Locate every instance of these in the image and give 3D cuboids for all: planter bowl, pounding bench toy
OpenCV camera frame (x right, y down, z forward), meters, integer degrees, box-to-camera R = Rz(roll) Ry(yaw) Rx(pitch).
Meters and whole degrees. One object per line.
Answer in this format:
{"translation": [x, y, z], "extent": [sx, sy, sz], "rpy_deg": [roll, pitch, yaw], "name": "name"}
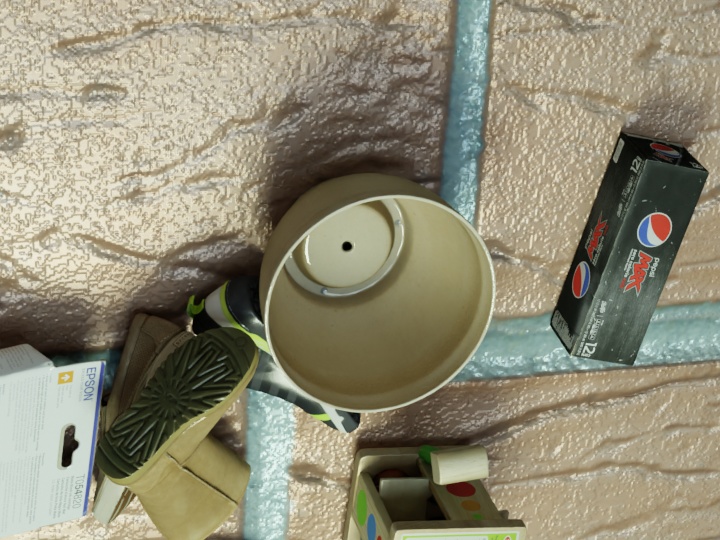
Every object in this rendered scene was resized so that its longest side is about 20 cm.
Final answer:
{"translation": [0.000, 0.000, 1.710], "extent": [0.198, 0.135, 0.202], "rpy_deg": [-8, 119, -14], "name": "planter bowl"}
{"translation": [0.066, 0.213, 1.828], "extent": [0.123, 0.156, 0.202], "rpy_deg": [0, 116, -16], "name": "pounding bench toy"}

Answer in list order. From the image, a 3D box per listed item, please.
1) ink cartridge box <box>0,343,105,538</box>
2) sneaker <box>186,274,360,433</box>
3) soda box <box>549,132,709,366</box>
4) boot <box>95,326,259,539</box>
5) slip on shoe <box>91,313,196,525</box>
{"translation": [-0.322, 0.154, 1.711], "extent": [0.198, 0.041, 0.201], "rpy_deg": [-11, 134, -28], "name": "ink cartridge box"}
{"translation": [-0.077, 0.077, 1.779], "extent": [0.082, 0.072, 0.200], "rpy_deg": [-25, 124, 26], "name": "sneaker"}
{"translation": [0.241, -0.018, 1.817], "extent": [0.070, 0.063, 0.202], "rpy_deg": [9, 114, -22], "name": "soda box"}
{"translation": [-0.135, 0.146, 1.747], "extent": [0.175, 0.066, 0.200], "rpy_deg": [-40, 153, -3], "name": "boot"}
{"translation": [-0.201, 0.129, 1.761], "extent": [0.060, 0.076, 0.201], "rpy_deg": [30, 119, 12], "name": "slip on shoe"}
